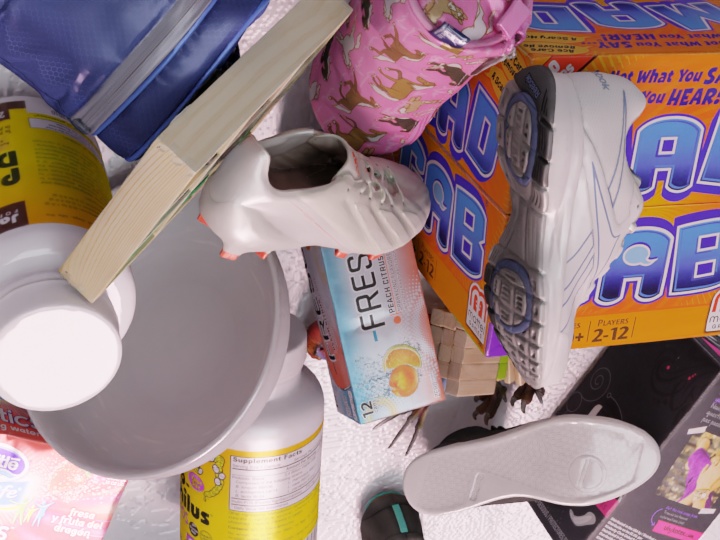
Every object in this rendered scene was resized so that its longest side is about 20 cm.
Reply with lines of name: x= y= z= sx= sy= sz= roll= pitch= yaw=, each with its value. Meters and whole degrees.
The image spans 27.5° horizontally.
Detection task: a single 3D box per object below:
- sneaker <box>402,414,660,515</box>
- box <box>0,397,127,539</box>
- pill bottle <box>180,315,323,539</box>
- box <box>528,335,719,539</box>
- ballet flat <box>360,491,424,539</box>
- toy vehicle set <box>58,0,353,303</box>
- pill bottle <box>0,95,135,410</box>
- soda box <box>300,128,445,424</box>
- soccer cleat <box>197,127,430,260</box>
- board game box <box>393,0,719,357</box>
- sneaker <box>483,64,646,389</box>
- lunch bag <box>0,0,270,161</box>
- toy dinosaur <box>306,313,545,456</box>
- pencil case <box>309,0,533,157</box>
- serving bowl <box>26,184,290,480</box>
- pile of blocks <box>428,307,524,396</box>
sneaker: x=0.136 y=0.147 z=1.165 sx=0.197 sy=0.099 sz=0.072 roll=-10 pitch=92 yaw=10
box: x=-0.267 y=0.122 z=1.004 sx=0.198 sy=0.103 sz=0.095 roll=17 pitch=111 yaw=-27
pill bottle: x=-0.080 y=0.131 z=1.073 sx=0.103 sy=0.104 sz=0.202 roll=-6 pitch=119 yaw=-19
box: x=0.237 y=0.144 z=1.206 sx=0.105 sy=0.122 sz=0.201 roll=28 pitch=104 yaw=-32
ballet flat: x=0.033 y=0.280 z=1.233 sx=0.067 sy=0.069 sz=0.202 roll=-17 pitch=123 yaw=-12
toy vehicle set: x=-0.085 y=-0.077 z=0.836 sx=0.026 sy=0.200 sz=0.124 roll=41 pitch=132 yaw=-5
pill bottle: x=-0.197 y=-0.011 z=0.889 sx=0.108 sy=0.201 sz=0.110 roll=-10 pitch=130 yaw=-13
soda box: x=0.000 y=0.000 z=1.018 sx=0.068 sy=0.064 sz=0.203 roll=-14 pitch=96 yaw=-14
soccer cleat: x=-0.014 y=-0.050 z=0.900 sx=0.199 sy=0.069 sz=0.078 roll=-8 pitch=142 yaw=-49
board game box: x=0.147 y=-0.085 z=0.993 sx=0.197 sy=0.200 sz=0.202 roll=-4 pitch=118 yaw=-20
sneaker: x=0.124 y=-0.021 z=0.857 sx=0.086 sy=0.075 sz=0.202 roll=-8 pitch=120 yaw=-22
lunch bag: x=-0.129 y=-0.152 z=0.853 sx=0.132 sy=0.200 sz=0.136 roll=42 pitch=100 yaw=-16
toy dinosaur: x=0.049 y=0.055 z=1.132 sx=0.181 sy=0.105 sz=0.202 roll=36 pitch=67 yaw=-24
pencil case: x=0.031 y=-0.136 z=0.893 sx=0.082 sy=0.200 sz=0.088 roll=0 pitch=77 yaw=-20
serving bowl: x=-0.129 y=0.042 z=0.976 sx=0.200 sy=0.200 sz=0.066 roll=-44 pitch=152 yaw=7
pile of blocks: x=0.108 y=0.030 z=1.096 sx=0.199 sy=0.062 sz=0.083 roll=-31 pitch=124 yaw=-40
